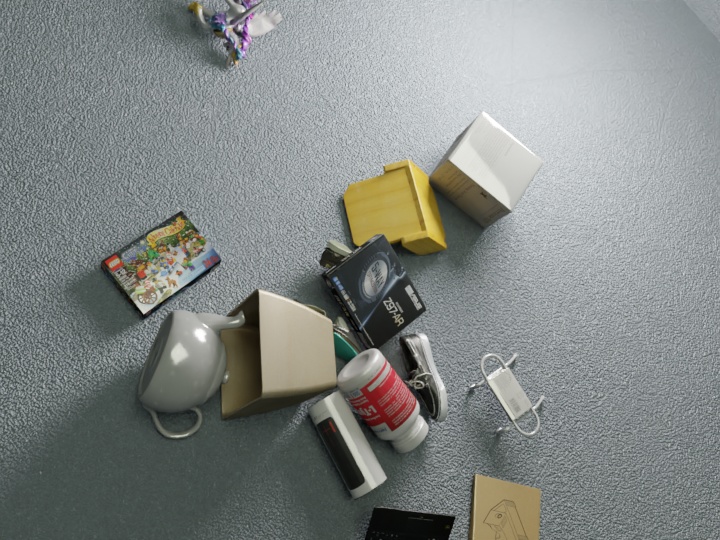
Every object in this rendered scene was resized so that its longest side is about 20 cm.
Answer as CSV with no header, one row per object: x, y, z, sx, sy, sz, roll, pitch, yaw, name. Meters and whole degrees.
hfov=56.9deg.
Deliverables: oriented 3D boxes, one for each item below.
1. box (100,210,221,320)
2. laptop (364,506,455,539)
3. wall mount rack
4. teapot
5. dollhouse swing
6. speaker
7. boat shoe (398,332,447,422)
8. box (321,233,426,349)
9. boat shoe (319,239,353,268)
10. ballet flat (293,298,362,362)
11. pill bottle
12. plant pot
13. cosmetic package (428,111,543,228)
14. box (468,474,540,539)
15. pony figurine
-0.402,-0.014,1.352,0.199,0.038,0.137,-40,86,-31,box
0.092,0.571,1.259,0.174,0.103,0.203,13,101,-17,laptop
0.346,0.275,1.520,0.172,0.075,0.202,-27,80,-26,wall mount rack
-0.313,0.182,1.228,0.145,0.200,0.200,25,49,-22,teapot
0.083,-0.131,1.606,0.181,0.174,0.203,23,49,-61,dollhouse swing
-0.028,0.344,1.326,0.080,0.081,0.202,-24,79,-29,speaker
0.131,0.232,1.443,0.067,0.074,0.202,-3,69,-28,boat shoe
0.032,0.048,1.447,0.159,0.043,0.202,-35,103,-17,box
0.000,0.000,1.501,0.199,0.072,0.061,27,101,-22,boat shoe
-0.073,0.121,1.416,0.198,0.068,0.069,31,51,-7,ballet flat
0.049,0.270,1.361,0.112,0.112,0.201,-44,103,-31,pill bottle
-0.155,0.170,1.294,0.175,0.199,0.203,8,65,-31,plant pot
0.306,-0.245,1.652,0.199,0.167,0.167,37,73,-4,cosmetic package
0.305,0.552,1.407,0.161,0.021,0.203,17,64,-14,box
-0.299,-0.616,1.610,0.192,0.167,0.201,-38,88,2,pony figurine
